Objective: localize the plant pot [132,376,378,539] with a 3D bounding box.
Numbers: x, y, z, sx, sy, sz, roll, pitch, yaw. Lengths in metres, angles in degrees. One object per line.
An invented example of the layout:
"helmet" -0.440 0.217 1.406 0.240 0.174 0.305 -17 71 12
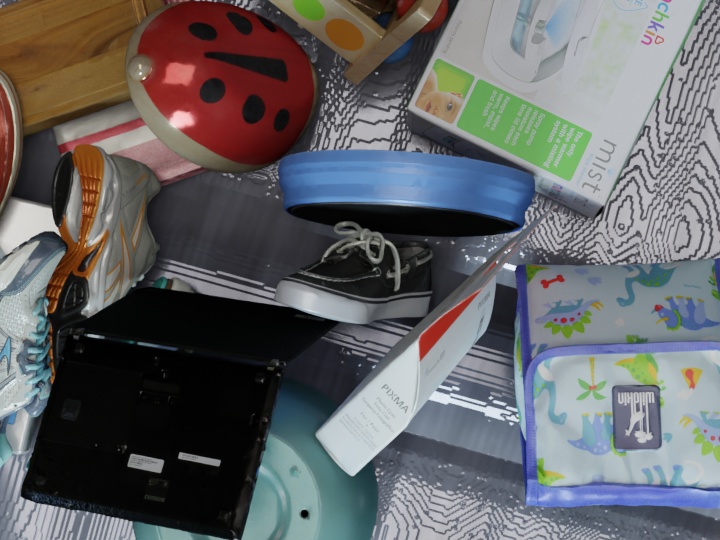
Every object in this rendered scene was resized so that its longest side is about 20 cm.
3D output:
"plant pot" -0.087 0.179 1.405 0.198 0.161 0.203 0 86 2

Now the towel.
"towel" -0.193 -0.164 1.500 0.143 0.023 0.202 -18 84 3

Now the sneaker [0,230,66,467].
"sneaker" -0.265 0.064 1.408 0.086 0.078 0.201 31 107 7

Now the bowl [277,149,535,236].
"bowl" 0.034 -0.056 1.395 0.198 0.201 0.040 4 85 2

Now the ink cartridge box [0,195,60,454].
"ink cartridge box" -0.332 0.032 1.480 0.174 0.045 0.202 13 87 1

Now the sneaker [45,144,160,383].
"sneaker" -0.200 0.005 1.446 0.075 0.092 0.202 17 98 42

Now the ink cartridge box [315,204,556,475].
"ink cartridge box" 0.068 0.051 1.356 0.047 0.160 0.200 47 125 0

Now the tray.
"tray" -0.246 -0.170 1.457 0.198 0.037 0.100 -16 86 23

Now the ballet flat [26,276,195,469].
"ballet flat" -0.188 0.100 1.466 0.069 0.069 0.201 35 88 3

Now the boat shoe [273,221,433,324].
"boat shoe" 0.002 0.001 1.396 0.073 0.199 0.069 17 98 32

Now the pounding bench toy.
"pounding bench toy" 0.015 -0.275 1.425 0.155 0.124 0.201 36 58 -14

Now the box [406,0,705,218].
"box" 0.156 -0.170 1.453 0.175 0.097 0.201 27 87 5

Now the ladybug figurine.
"ladybug figurine" -0.100 -0.146 1.411 0.071 0.199 0.137 -16 81 36

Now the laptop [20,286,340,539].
"laptop" -0.128 0.098 1.347 0.176 0.103 0.202 7 71 20

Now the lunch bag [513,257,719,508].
"lunch bag" 0.202 0.092 1.381 0.168 0.128 0.201 -2 49 4

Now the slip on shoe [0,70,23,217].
"slip on shoe" -0.318 -0.065 1.432 0.074 0.061 0.202 15 87 26
